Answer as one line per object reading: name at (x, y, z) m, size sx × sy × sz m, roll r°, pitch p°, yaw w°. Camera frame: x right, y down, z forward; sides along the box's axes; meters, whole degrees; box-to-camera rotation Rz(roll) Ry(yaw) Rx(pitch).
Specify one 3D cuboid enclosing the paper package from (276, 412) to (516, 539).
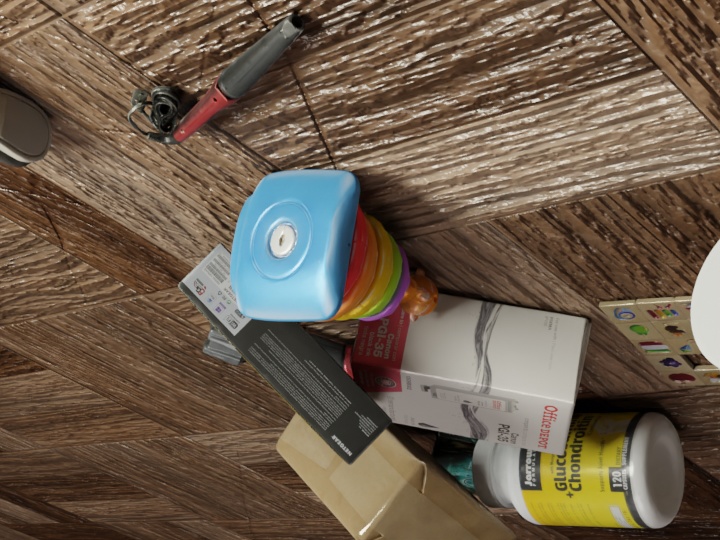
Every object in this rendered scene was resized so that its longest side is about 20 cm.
paper package at (0.036, 0.232, 1.365) m, size 0.190 × 0.104 × 0.200 m, roll 40°, pitch 178°, yaw -37°

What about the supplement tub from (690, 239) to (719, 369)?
supplement tub at (0.338, 0.049, 0.885) m, size 0.199 × 0.142 × 0.140 m, roll 28°, pitch 152°, yaw -29°

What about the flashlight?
flashlight at (-0.055, 0.090, 1.272) m, size 0.198 × 0.068 × 0.068 m, roll 17°, pitch 174°, yaw -7°

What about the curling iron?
curling iron at (-0.099, -0.126, 0.876) m, size 0.049 × 0.026 × 0.199 m, roll 25°, pitch 153°, yaw -31°

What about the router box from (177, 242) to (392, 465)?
router box at (-0.063, 0.073, 1.093) m, size 0.200 × 0.052 × 0.157 m, roll 46°, pitch 174°, yaw 3°

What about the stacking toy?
stacking toy at (0.000, 0.000, 1.034) m, size 0.109 × 0.117 × 0.199 m, roll 1°, pitch 167°, yaw 38°

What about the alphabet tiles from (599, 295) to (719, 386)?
alphabet tiles at (0.322, 0.058, 1.077) m, size 0.198 × 0.008 × 0.167 m, roll -6°, pitch 149°, yaw 35°

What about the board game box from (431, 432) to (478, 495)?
board game box at (0.148, 0.223, 1.494) m, size 0.134 × 0.028 × 0.200 m, roll 12°, pitch 155°, yaw 4°

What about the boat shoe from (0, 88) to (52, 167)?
boat shoe at (-0.310, -0.129, 0.934) m, size 0.056 × 0.068 × 0.200 m, roll -8°, pitch 151°, yaw 31°

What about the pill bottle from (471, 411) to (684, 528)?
pill bottle at (0.217, 0.201, 1.308) m, size 0.198 × 0.113 × 0.112 m, roll -7°, pitch 149°, yaw 36°

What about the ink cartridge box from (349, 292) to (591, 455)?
ink cartridge box at (0.099, 0.090, 1.166) m, size 0.198 × 0.084 × 0.147 m, roll 10°, pitch 155°, yaw 9°
